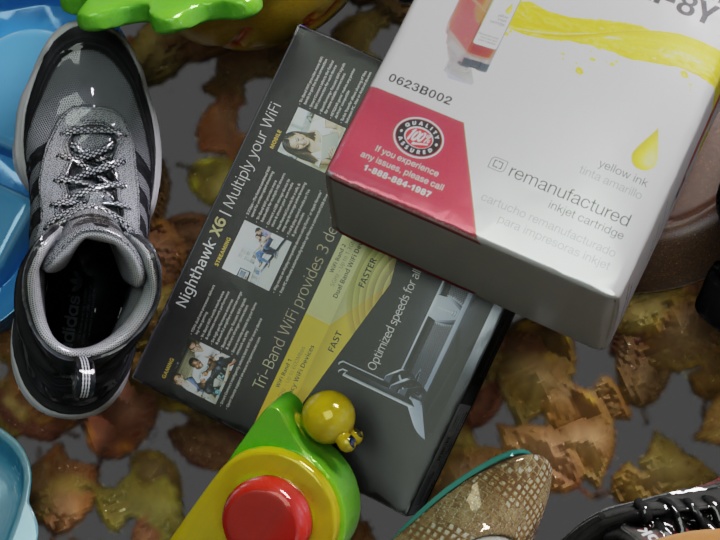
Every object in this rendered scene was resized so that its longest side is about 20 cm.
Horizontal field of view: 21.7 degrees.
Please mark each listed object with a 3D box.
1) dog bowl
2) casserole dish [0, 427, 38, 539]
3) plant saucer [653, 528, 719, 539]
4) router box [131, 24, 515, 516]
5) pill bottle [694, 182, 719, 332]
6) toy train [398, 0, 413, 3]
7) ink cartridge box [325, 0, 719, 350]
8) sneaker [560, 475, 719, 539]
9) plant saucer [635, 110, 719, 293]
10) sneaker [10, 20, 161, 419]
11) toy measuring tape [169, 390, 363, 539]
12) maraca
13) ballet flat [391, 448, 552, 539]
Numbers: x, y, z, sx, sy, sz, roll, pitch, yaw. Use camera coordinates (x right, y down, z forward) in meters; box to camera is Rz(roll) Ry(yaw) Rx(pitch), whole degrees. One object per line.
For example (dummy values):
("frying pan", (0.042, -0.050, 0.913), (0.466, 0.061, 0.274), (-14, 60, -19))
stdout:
("dog bowl", (-0.191, -0.052, 0.996), (0.111, 0.050, 0.200), (24, 77, 10))
("casserole dish", (-0.255, 0.119, 0.959), (0.199, 0.039, 0.121), (17, 77, 10))
("plant saucer", (0.156, 0.215, 0.844), (0.200, 0.037, 0.201), (-3, 105, -11))
("router box", (0.000, 0.000, 0.946), (0.157, 0.052, 0.200), (26, 89, 11))
("pill bottle", (0.239, -0.055, 0.900), (0.112, 0.112, 0.200), (25, 105, 11))
("toy train", (0.117, -0.153, 0.969), (0.199, 0.042, 0.057), (2, 61, 10))
("ink cartridge box", (0.091, -0.088, 0.874), (0.145, 0.083, 0.200), (23, 74, 11))
("sneaker", (0.158, 0.136, 0.890), (0.200, 0.098, 0.071), (-24, 72, -4))
("plant saucer", (0.140, -0.088, 0.987), (0.200, 0.034, 0.201), (-1, 75, 5))
("sneaker", (-0.128, -0.030, 0.906), (0.075, 0.114, 0.201), (4, 83, -14))
("toy measuring tape", (-0.056, 0.140, 0.899), (0.074, 0.074, 0.200), (40, 110, 14))
("maraca", (-0.066, -0.161, 0.961), (0.137, 0.107, 0.200), (3, 28, 31))
("ballet flat", (0.023, 0.167, 0.904), (0.200, 0.071, 0.065), (-39, 45, 1))
